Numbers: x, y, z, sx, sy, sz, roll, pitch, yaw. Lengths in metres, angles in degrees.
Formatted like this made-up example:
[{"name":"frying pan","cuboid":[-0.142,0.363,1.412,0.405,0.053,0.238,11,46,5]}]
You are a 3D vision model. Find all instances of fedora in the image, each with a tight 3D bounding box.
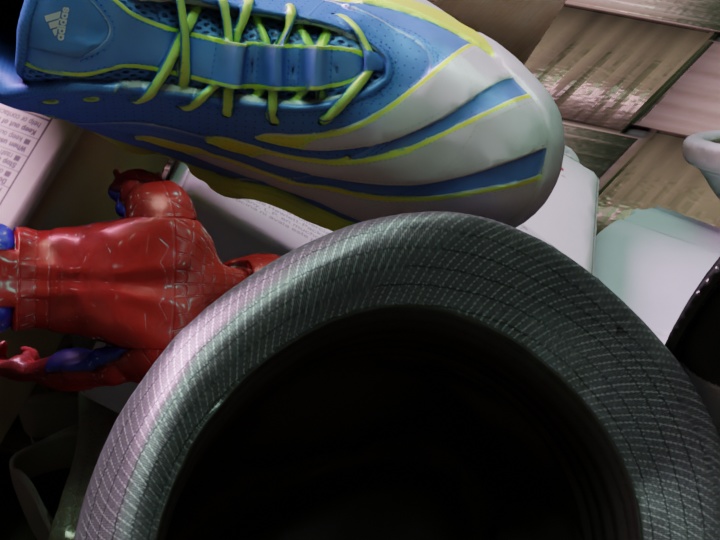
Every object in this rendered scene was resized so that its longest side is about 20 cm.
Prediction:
[{"name":"fedora","cuboid":[0.002,0.090,0.820,0.177,0.090,0.200,38,64,-5]}]

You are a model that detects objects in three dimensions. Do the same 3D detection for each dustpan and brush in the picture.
[{"name":"dustpan and brush","cuboid":[0.104,0.046,1.024,0.139,0.057,0.200,23,27,29]}]

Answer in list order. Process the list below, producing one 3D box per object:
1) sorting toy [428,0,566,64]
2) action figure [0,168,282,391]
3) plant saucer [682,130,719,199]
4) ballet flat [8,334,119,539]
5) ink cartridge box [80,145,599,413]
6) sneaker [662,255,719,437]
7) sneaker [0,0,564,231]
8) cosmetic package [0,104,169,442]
[{"name":"sorting toy","cuboid":[-0.037,-0.111,1.147,0.198,0.070,0.200,3,-18,-11]},{"name":"action figure","cuboid":[-0.117,0.001,0.836,0.199,0.066,0.099,2,1,-8]},{"name":"plant saucer","cuboid":[0.222,-0.022,1.119,0.199,0.051,0.200,4,7,0]},{"name":"ballet flat","cuboid":[-0.091,0.048,0.987,0.062,0.068,0.200,-14,27,-3]},{"name":"ink cartridge box","cuboid":[0.000,0.000,0.997,0.146,0.086,0.200,28,22,-6]},{"name":"sneaker","cuboid":[0.134,0.044,0.861,0.088,0.200,0.074,35,55,19]},{"name":"sneaker","cuboid":[-0.045,-0.053,0.834,0.199,0.076,0.105,18,13,19]},{"name":"cosmetic package","cuboid":[-0.124,-0.044,0.941,0.105,0.071,0.200,21,66,20]}]
